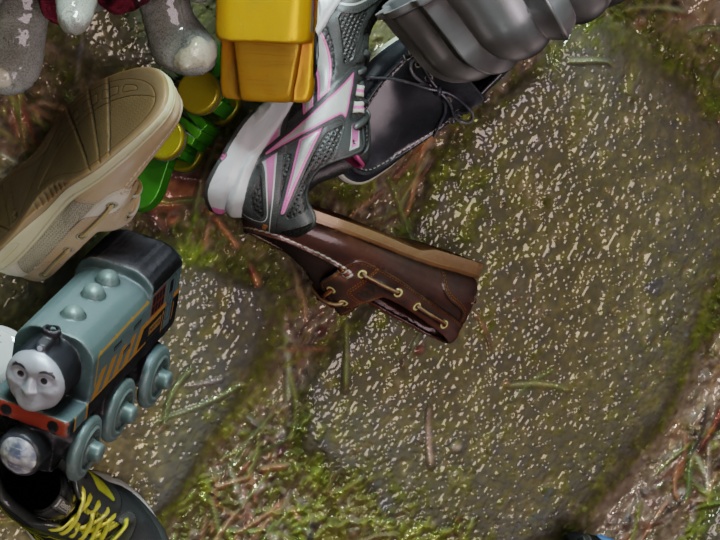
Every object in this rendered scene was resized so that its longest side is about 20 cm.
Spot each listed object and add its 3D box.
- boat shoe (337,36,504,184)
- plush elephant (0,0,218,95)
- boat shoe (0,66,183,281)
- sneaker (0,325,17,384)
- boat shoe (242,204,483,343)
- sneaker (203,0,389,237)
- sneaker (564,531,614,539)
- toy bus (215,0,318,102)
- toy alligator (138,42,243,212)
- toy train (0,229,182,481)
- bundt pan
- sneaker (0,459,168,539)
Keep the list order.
[{"bbox_3d":[0.053,-0.138,1.667,0.200,0.062,0.075,-43,119,-7],"label":"boat shoe"},{"bbox_3d":[-0.174,-0.208,1.477,0.164,0.155,0.201,2,96,0],"label":"plush elephant"},{"bbox_3d":[-0.178,-0.060,1.543,0.065,0.072,0.200,25,127,-37],"label":"boat shoe"},{"bbox_3d":[-0.312,0.063,1.528,0.199,0.087,0.075,-6,68,-25],"label":"sneaker"},{"bbox_3d":[0.000,0.000,1.673,0.199,0.070,0.071,20,91,-28],"label":"boat shoe"},{"bbox_3d":[-0.024,-0.109,1.606,0.086,0.080,0.201,29,84,4],"label":"sneaker"},{"bbox_3d":[0.141,0.293,1.827,0.082,0.071,0.200,31,89,-14],"label":"sneaker"},{"bbox_3d":[-0.058,-0.209,1.514,0.065,0.078,0.201,3,99,2],"label":"toy bus"},{"bbox_3d":[-0.107,-0.131,1.597,0.054,0.059,0.200,39,94,15],"label":"toy alligator"},{"bbox_3d":[-0.182,0.055,1.549,0.085,0.200,0.115,18,120,14],"label":"toy train"},{"bbox_3d":[0.115,-0.192,1.556,0.201,0.202,0.076,-35,100,-12],"label":"bundt pan"},{"bbox_3d":[-0.207,0.166,1.615,0.200,0.085,0.075,38,87,-27],"label":"sneaker"}]
